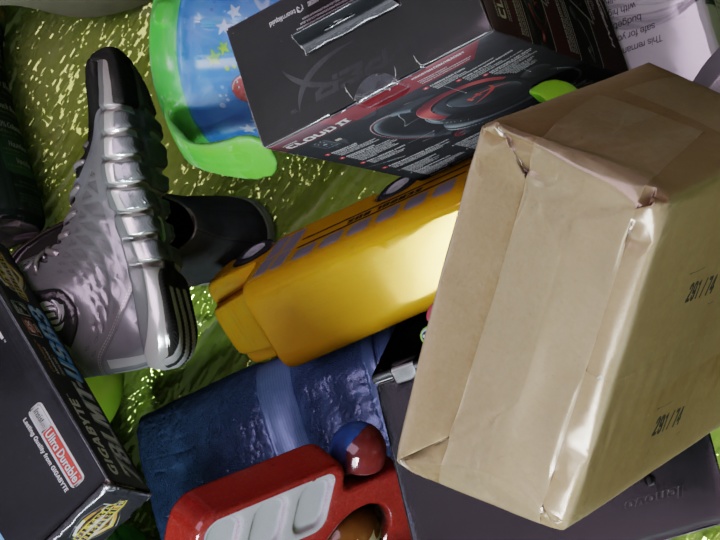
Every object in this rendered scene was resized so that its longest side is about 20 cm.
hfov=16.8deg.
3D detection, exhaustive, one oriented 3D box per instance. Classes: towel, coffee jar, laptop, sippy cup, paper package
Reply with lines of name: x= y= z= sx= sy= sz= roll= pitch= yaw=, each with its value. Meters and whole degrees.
towel: x=-0.046 y=0.108 z=1.508 sx=0.199 sy=0.048 sz=0.112 roll=-23 pitch=74 yaw=22
coffee jar: x=-0.279 y=-0.110 z=1.626 sx=0.104 sy=0.085 sz=0.201 roll=-16 pitch=77 yaw=16
laptop: x=0.116 y=0.068 z=1.401 sx=0.187 sy=0.200 sz=0.116 roll=-18 pitch=111 yaw=23
sippy cup: x=-0.040 y=-0.137 z=1.481 sx=0.130 sy=0.140 sz=0.179 roll=2 pitch=84 yaw=28
paper package: x=0.123 y=0.009 z=1.210 sx=0.103 sy=0.200 sz=0.191 roll=25 pitch=115 yaw=23

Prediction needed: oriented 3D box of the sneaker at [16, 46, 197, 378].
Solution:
sneaker: x=-0.172 y=-0.029 z=1.448 sx=0.115 sy=0.075 sz=0.201 roll=-14 pitch=75 yaw=12

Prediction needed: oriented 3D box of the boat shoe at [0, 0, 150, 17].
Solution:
boat shoe: x=-0.217 y=-0.205 z=1.582 sx=0.199 sy=0.071 sz=0.063 roll=-5 pitch=55 yaw=-11

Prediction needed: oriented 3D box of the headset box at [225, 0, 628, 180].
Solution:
headset box: x=0.035 y=-0.119 z=1.318 sx=0.148 sy=0.200 sz=0.075 roll=-26 pitch=74 yaw=26

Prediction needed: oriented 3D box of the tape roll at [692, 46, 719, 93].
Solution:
tape roll: x=0.267 y=-0.048 z=1.314 sx=0.199 sy=0.066 sz=0.201 roll=1 pitch=105 yaw=4

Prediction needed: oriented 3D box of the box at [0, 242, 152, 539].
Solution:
box: x=-0.241 y=0.114 z=1.397 sx=0.198 sy=0.050 sz=0.200 roll=-43 pitch=61 yaw=16

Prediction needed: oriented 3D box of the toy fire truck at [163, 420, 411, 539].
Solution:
toy fire truck: x=-0.039 y=0.172 z=1.396 sx=0.112 sy=0.200 sz=0.168 roll=36 pitch=127 yaw=33

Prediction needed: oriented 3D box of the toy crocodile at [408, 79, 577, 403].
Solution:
toy crocodile: x=0.079 y=-0.007 z=1.323 sx=0.062 sy=0.067 sz=0.201 roll=33 pitch=106 yaw=24

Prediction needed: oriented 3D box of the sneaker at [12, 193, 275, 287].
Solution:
sneaker: x=-0.165 y=-0.016 z=1.548 sx=0.199 sy=0.106 sz=0.075 roll=-14 pitch=78 yaw=24

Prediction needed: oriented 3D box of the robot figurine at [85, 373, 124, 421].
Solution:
robot figurine: x=-0.227 y=0.087 z=1.544 sx=0.175 sy=0.116 sz=0.200 roll=45 pitch=129 yaw=1

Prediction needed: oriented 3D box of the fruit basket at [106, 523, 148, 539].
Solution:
fruit basket: x=-0.198 y=0.250 z=1.480 sx=0.155 sy=0.215 sz=0.216 roll=-31 pitch=72 yaw=20

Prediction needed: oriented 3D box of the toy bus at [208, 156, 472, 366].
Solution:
toy bus: x=0.000 y=0.000 z=1.455 sx=0.200 sy=0.078 sz=0.065 roll=-24 pitch=107 yaw=25

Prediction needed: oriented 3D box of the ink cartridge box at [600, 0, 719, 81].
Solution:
ink cartridge box: x=0.142 y=-0.146 z=1.425 sx=0.146 sy=0.083 sz=0.201 roll=-18 pitch=77 yaw=24
